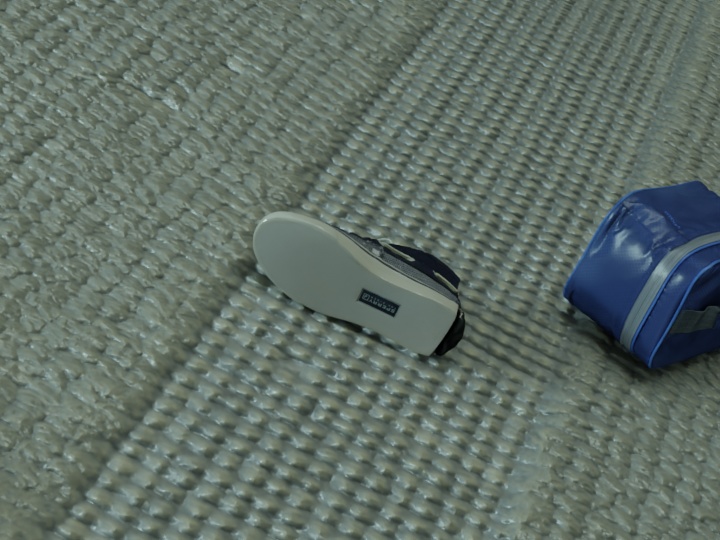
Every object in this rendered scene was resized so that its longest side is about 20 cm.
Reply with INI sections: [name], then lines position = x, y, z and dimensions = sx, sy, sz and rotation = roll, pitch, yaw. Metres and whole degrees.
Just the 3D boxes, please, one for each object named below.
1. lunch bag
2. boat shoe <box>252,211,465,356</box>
[lunch bag]
position = 0.307, 0.009, 1.900
dimensions = 0.132, 0.136, 0.200
rotation = 43, 33, 26
[boat shoe]
position = 0.000, 0.000, 1.752
dimensions = 0.199, 0.075, 0.093
rotation = 31, 23, -8
